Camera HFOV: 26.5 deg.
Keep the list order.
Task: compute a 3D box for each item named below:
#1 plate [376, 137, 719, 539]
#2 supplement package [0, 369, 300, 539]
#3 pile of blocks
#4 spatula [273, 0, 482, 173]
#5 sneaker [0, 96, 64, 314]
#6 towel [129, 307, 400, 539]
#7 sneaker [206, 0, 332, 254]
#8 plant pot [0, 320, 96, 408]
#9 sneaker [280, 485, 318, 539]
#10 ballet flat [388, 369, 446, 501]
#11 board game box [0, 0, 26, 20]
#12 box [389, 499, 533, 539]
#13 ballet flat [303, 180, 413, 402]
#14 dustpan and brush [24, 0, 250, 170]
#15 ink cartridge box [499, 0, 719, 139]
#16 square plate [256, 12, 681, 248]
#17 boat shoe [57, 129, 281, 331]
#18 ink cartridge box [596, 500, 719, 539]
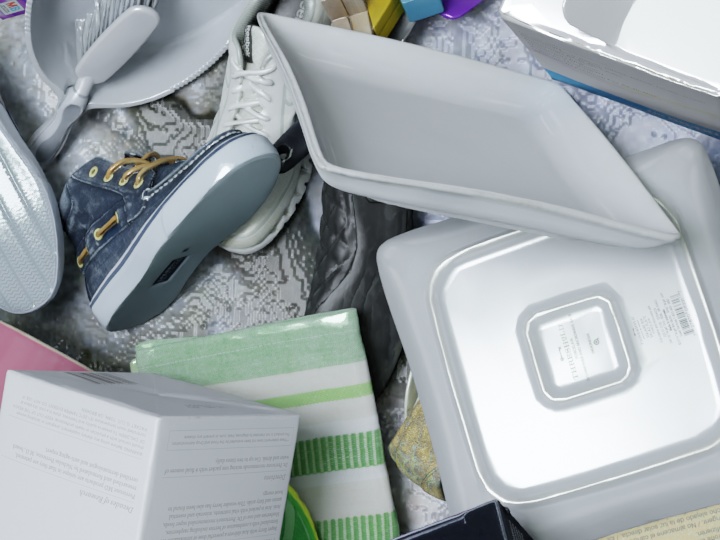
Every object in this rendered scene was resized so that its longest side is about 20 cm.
[{"bbox_3d":[0.121,0.044,0.837,0.199,0.032,0.201,-19,74,11],"label":"plate"},{"bbox_3d":[-0.128,0.164,0.830,0.119,0.121,0.201,11,92,35],"label":"supplement package"},{"bbox_3d":[0.039,-0.214,0.909,0.082,0.062,0.201,21,77,22],"label":"pile of blocks"},{"bbox_3d":[0.013,-0.133,0.932,0.056,0.021,0.200,39,84,21],"label":"spatula"},{"bbox_3d":[-0.240,-0.070,0.986,0.073,0.071,0.201,-20,92,0],"label":"sneaker"},{"bbox_3d":[-0.054,0.132,0.939,0.152,0.023,0.201,-10,97,15],"label":"towel"},{"bbox_3d":[-0.061,-0.110,0.949,0.075,0.081,0.201,17,93,14],"label":"sneaker"},{"bbox_3d":[-0.236,0.128,0.937,0.199,0.200,0.180,24,77,16],"label":"plant pot"},{"bbox_3d":[-0.057,0.204,0.898,0.074,0.084,0.201,-16,96,16],"label":"sneaker"},{"bbox_3d":[0.073,0.038,0.912,0.070,0.071,0.201,25,94,16],"label":"ballet flat"},{"bbox_3d":[-0.160,-0.248,0.957,0.199,0.105,0.104,-12,62,15],"label":"board game box"},{"bbox_3d":[0.054,0.229,0.825,0.147,0.200,0.105,-23,52,12],"label":"box"},{"bbox_3d":[0.000,0.000,0.949,0.066,0.057,0.201,9,95,-11],"label":"ballet flat"},{"bbox_3d":[-0.170,-0.133,0.978,0.200,0.139,0.058,-39,45,40],"label":"dustpan and brush"},{"bbox_3d":[0.166,-0.159,0.823,0.125,0.200,0.129,23,94,15],"label":"ink cartridge box"},{"bbox_3d":[0.049,-0.073,0.824,0.199,0.198,0.029,11,117,-20],"label":"square plate"},{"bbox_3d":[-0.127,-0.046,0.932,0.200,0.071,0.091,-43,72,43],"label":"boat shoe"},{"bbox_3d":[0.223,0.140,0.855,0.199,0.075,0.166,-17,84,14],"label":"ink cartridge box"}]
